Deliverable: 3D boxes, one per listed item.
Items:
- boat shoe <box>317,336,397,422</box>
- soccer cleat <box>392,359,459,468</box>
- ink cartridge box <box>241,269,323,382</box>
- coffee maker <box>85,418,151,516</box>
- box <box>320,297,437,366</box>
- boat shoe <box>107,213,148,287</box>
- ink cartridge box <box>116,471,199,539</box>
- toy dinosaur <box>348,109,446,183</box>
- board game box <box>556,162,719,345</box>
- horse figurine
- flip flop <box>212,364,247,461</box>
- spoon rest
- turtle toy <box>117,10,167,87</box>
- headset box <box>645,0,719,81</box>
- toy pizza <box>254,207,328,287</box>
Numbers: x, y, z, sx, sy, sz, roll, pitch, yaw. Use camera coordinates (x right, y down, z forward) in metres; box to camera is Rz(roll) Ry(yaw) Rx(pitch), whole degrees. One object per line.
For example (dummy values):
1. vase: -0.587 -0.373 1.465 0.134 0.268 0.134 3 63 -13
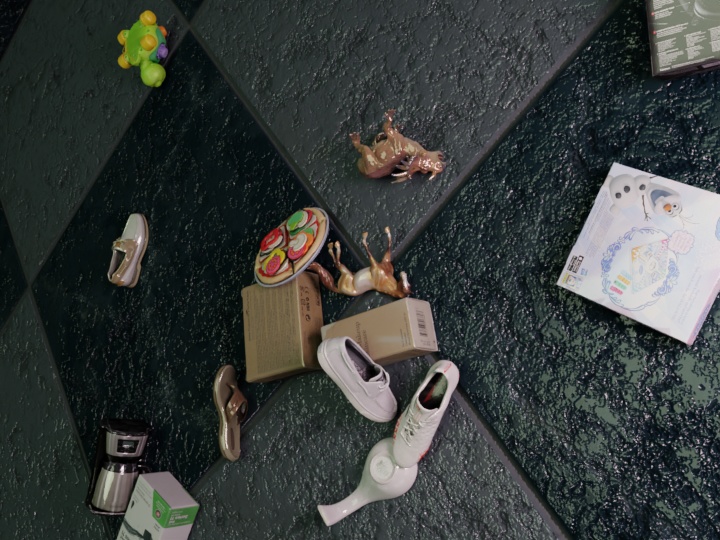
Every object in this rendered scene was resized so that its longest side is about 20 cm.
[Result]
1. boat shoe: 0.011 0.184 1.113 0.068 0.200 0.072 -22 24 36
2. soccer cleat: 0.102 0.240 1.077 0.068 0.085 0.201 29 98 16
3. ink cartridge box: -0.157 0.116 1.322 0.164 0.075 0.201 -19 69 35
4. coffee maker: -0.590 0.460 1.557 0.191 0.134 0.201 6 84 40
5. box: 0.030 0.122 1.170 0.199 0.078 0.095 -23 68 33
6. boat shoe: -0.619 -0.058 1.727 0.074 0.068 0.201 1 82 38
7. ink cartridge box: -0.462 0.582 1.463 0.146 0.083 0.201 25 97 39
8. toy dinosaur: 0.050 -0.209 1.224 0.199 0.086 0.136 -20 76 40
9. board game box: 0.412 -0.028 0.921 0.199 0.043 0.201 29 99 39
10. horse figurine: 0.000 0.000 1.228 0.199 0.050 0.133 -14 93 27
11. flip flop: -0.268 0.300 1.377 0.057 0.081 0.201 -12 75 18
12. spoon rest: 0.017 0.378 1.153 0.200 0.061 0.100 -40 60 10
13. turtle toy: -0.589 -0.603 1.793 0.145 0.101 0.201 -19 70 34
14. headset box: 0.476 -0.380 0.890 0.148 0.077 0.201 -6 93 38
15. toy pizza: -0.148 -0.054 1.324 0.200 0.032 0.201 -28 38 25
